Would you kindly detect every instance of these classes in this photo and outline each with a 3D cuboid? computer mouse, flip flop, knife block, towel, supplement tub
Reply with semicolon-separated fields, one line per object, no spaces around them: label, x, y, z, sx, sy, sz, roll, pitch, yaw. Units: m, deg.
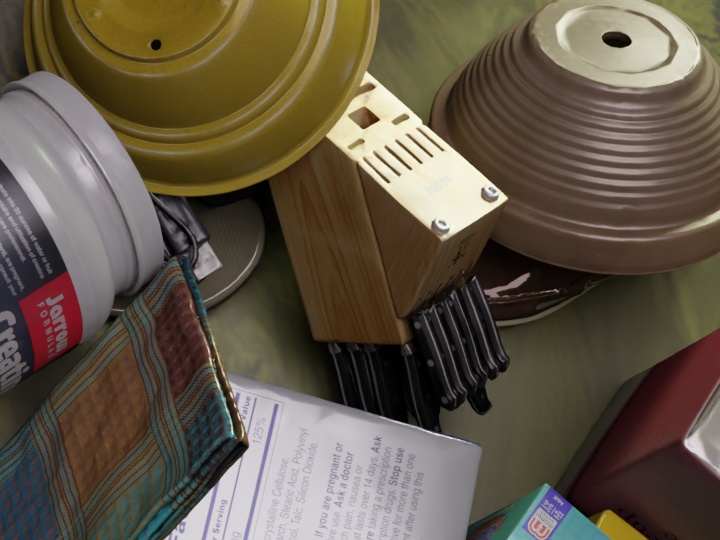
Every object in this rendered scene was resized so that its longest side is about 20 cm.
computer mouse;-0.063;-0.080;1.199;0.199;0.053;0.139;-24;75;-42
flip flop;-0.148;-0.018;1.182;0.199;0.058;0.082;4;72;-16
knife block;0.000;0.000;1.185;0.200;0.176;0.064;42;43;16
towel;-0.136;0.103;1.061;0.022;0.200;0.147;27;25;-36
supplement tub;-0.213;0.001;1.065;0.200;0.140;0.141;-33;85;-23

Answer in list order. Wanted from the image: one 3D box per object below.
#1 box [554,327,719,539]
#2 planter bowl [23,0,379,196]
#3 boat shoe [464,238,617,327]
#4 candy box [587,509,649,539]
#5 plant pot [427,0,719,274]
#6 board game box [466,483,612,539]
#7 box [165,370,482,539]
box;0.208;0.114;1.175;0.128;0.200;0.109;39;67;-2
planter bowl;-0.094;-0.144;1.103;0.199;0.083;0.202;-2;82;11
boat shoe;0.130;-0.024;1.262;0.201;0.075;0.075;-20;80;-22
candy box;0.192;0.209;1.195;0.200;0.102;0.026;38;66;-3
plant pot;0.141;-0.095;1.227;0.199;0.093;0.201;5;40;-4
board game box;0.137;0.208;1.151;0.200;0.152;0.045;40;67;-1
box;-0.057;0.163;1.129;0.199;0.105;0.185;17;70;-12
